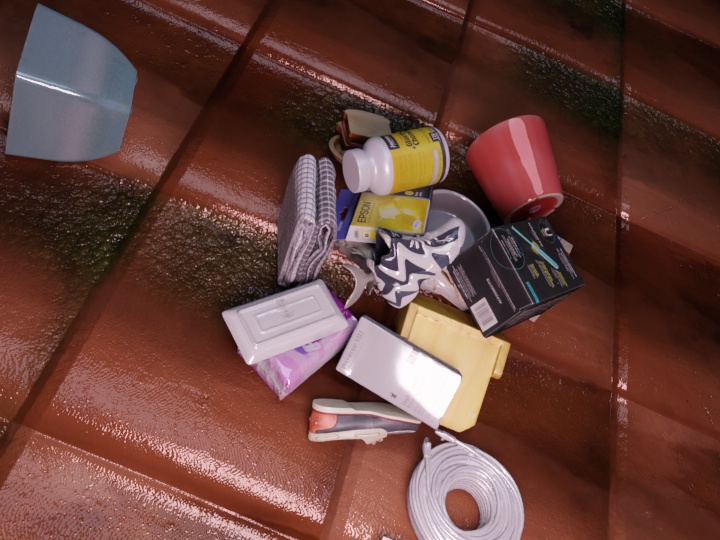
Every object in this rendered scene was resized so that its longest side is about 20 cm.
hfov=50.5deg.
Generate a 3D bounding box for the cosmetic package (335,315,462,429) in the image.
[{"bbox_3d":[0.065,0.169,1.286,0.196,0.074,0.104,28,92,4],"label":"cosmetic package"}]

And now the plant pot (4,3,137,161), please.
[{"bbox_3d":[-0.520,-0.320,1.398,0.195,0.197,0.200,14,50,-22],"label":"plant pot"}]

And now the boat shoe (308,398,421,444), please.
[{"bbox_3d":[0.008,0.255,1.265,0.194,0.071,0.065,8,94,-19],"label":"boat shoe"}]

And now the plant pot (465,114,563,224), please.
[{"bbox_3d":[0.348,-0.207,1.672,0.196,0.201,0.181,-9,68,-27],"label":"plant pot"}]

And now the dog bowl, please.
[{"bbox_3d":[0.184,-0.083,1.588,0.195,0.059,0.204,12,51,-15],"label":"dog bowl"}]

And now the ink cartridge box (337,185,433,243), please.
[{"bbox_3d":[0.039,-0.120,1.496,0.194,0.048,0.200,8,36,6],"label":"ink cartridge box"}]

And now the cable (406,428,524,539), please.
[{"bbox_3d":[0.166,0.381,1.230,0.196,0.070,0.203,24,50,-5],"label":"cable"}]

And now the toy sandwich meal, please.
[{"bbox_3d":[0.024,-0.270,1.621,0.199,0.072,0.207,12,30,-7],"label":"toy sandwich meal"}]

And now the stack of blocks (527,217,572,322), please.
[{"bbox_3d":[0.358,-0.005,1.600,0.114,0.059,0.201,32,50,3],"label":"stack of blocks"}]

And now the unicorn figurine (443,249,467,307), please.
[{"bbox_3d":[0.225,0.026,1.469,0.198,0.073,0.140,-24,83,-46],"label":"unicorn figurine"}]

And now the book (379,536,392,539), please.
[{"bbox_3d":[0.101,0.500,1.131,0.196,0.048,0.136,24,52,-2],"label":"book"}]

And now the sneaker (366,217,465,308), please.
[{"bbox_3d":[0.090,-0.048,1.347,0.199,0.079,0.130,-43,116,-2],"label":"sneaker"}]

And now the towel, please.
[{"bbox_3d":[-0.094,-0.081,1.381,0.083,0.202,0.169,7,50,-15],"label":"towel"}]

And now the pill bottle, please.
[{"bbox_3d":[0.068,-0.211,1.493,0.195,0.113,0.114,-14,61,-23],"label":"pill bottle"}]

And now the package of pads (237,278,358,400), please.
[{"bbox_3d":[-0.104,0.117,1.311,0.120,0.076,0.199,44,51,12],"label":"package of pads"}]

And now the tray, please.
[{"bbox_3d":[-0.122,0.077,1.270,0.196,0.022,0.108,-18,60,-30],"label":"tray"}]

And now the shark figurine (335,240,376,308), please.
[{"bbox_3d":[0.014,0.009,1.424,0.124,0.092,0.215,7,21,-9],"label":"shark figurine"}]

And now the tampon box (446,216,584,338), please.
[{"bbox_3d":[0.281,0.008,1.380,0.197,0.126,0.153,-13,70,-47],"label":"tampon box"}]

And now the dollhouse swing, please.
[{"bbox_3d":[0.146,0.166,1.403,0.195,0.180,0.182,21,8,-5],"label":"dollhouse swing"}]

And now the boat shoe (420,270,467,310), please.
[{"bbox_3d":[0.140,0.010,1.498,0.200,0.069,0.071,46,26,1],"label":"boat shoe"}]
